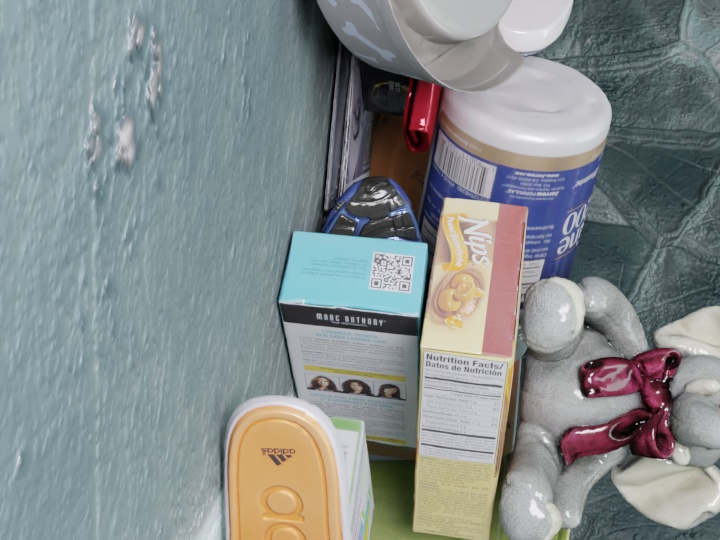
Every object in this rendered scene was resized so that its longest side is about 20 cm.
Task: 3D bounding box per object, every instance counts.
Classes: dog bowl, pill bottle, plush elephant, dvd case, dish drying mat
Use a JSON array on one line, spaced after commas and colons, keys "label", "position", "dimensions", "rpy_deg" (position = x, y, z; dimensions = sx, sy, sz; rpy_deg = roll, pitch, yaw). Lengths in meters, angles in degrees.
[{"label": "dog bowl", "position": [0.039, -0.195, 0.694], "dimensions": [0.200, 0.058, 0.201], "rpy_deg": [-11, 104, -54]}, {"label": "pill bottle", "position": [0.094, -0.034, 0.880], "dimensions": [0.111, 0.110, 0.201], "rpy_deg": [-75, 175, -53]}, {"label": "plush elephant", "position": [0.182, 0.089, 0.844], "dimensions": [0.200, 0.154, 0.166], "rpy_deg": [-14, 111, -76]}, {"label": "dvd case", "position": [0.000, -0.147, 0.919], "dimensions": [0.149, 0.016, 0.201], "rpy_deg": [-50, 147, -80]}, {"label": "dish drying mat", "position": [0.051, -0.177, 0.808], "dimensions": [0.077, 0.018, 0.201], "rpy_deg": [46, 54, -82]}]

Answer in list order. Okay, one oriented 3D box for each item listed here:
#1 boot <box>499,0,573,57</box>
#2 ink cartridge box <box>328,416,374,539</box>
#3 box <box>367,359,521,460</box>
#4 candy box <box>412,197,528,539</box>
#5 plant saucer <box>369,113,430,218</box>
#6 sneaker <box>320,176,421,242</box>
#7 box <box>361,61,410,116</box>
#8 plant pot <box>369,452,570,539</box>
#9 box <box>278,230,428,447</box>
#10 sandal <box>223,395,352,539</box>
[{"label": "boot", "position": [0.097, -0.180, 0.884], "dimensions": [0.200, 0.072, 0.091], "rpy_deg": [-86, -177, -48]}, {"label": "ink cartridge box", "position": [-0.028, 0.173, 0.795], "dimensions": [0.200, 0.059, 0.104], "rpy_deg": [86, 12, -60]}, {"label": "box", "position": [0.064, 0.138, 1.181], "dimensions": [0.200, 0.151, 0.107], "rpy_deg": [-77, 170, -51]}, {"label": "candy box", "position": [0.066, 0.066, 0.808], "dimensions": [0.200, 0.055, 0.116], "rpy_deg": [88, 10, -49]}, {"label": "plant saucer", "position": [0.072, -0.062, 1.002], "dimensions": [0.032, 0.200, 0.201], "rpy_deg": [-16, 118, -42]}, {"label": "sneaker", "position": [0.000, 0.000, 0.892], "dimensions": [0.200, 0.075, 0.079], "rpy_deg": [99, -10, -54]}, {"label": "box", "position": [0.037, -0.230, 0.877], "dimensions": [0.161, 0.049, 0.201], "rpy_deg": [89, 12, -59]}, {"label": "plant pot", "position": [0.051, 0.212, 0.961], "dimensions": [0.200, 0.189, 0.201], "rpy_deg": [7, 90, -84]}, {"label": "box", "position": [0.000, 0.049, 0.826], "dimensions": [0.200, 0.082, 0.049], "rpy_deg": [86, 11, -60]}, {"label": "sandal", "position": [-0.040, 0.157, 0.640], "dimensions": [0.059, 0.079, 0.208], "rpy_deg": [-71, 158, -57]}]
